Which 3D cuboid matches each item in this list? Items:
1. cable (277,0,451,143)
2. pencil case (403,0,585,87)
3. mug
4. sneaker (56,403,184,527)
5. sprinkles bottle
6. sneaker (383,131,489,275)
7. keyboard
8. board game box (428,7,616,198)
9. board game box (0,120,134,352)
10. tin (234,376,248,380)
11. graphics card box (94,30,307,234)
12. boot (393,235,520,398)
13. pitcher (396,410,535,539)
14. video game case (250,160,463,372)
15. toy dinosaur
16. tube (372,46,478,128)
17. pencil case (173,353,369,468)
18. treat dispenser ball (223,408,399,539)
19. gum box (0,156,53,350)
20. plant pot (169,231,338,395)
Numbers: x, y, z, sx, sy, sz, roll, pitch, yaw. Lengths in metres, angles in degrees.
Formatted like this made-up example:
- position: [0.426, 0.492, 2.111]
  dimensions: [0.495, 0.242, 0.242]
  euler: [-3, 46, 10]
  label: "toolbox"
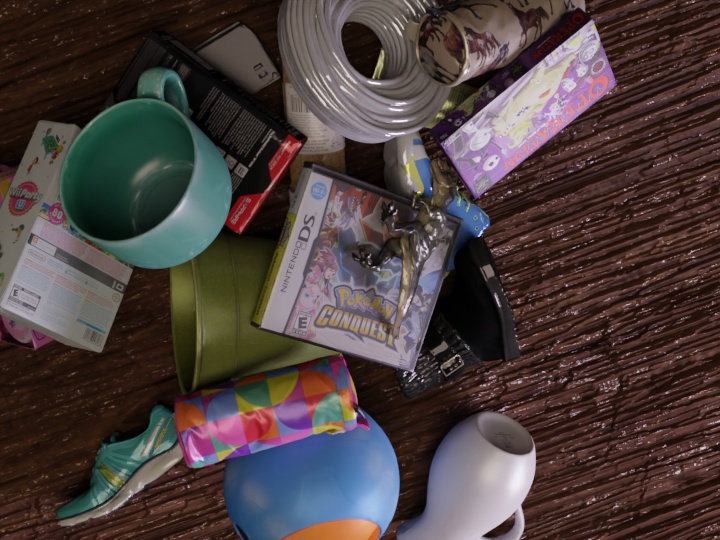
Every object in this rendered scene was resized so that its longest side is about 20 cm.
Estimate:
- position: [0.006, -0.231, 1.166]
  dimensions: [0.200, 0.069, 0.200]
  euler: [28, 65, -26]
  label: "cable"
- position: [0.145, -0.259, 1.169]
  dimensions: [0.200, 0.089, 0.078]
  euler: [-28, 159, -33]
  label: "pencil case"
- position: [-0.197, -0.092, 1.129]
  dimensions: [0.152, 0.114, 0.185]
  euler: [36, 85, 26]
  label: "mug"
- position: [-0.294, 0.241, 1.381]
  dimensions: [0.200, 0.078, 0.080]
  euler: [-38, 90, 4]
  label: "sneaker"
- position: [-0.050, -0.161, 1.241]
  dimensions: [0.068, 0.068, 0.200]
  euler: [-4, 111, -4]
  label: "sprinkles bottle"
- position: [0.089, -0.084, 1.289]
  dimensions: [0.105, 0.076, 0.200]
  euler: [-15, 119, -12]
  label: "sneaker"
- position: [-0.177, -0.175, 1.251]
  dimensions: [0.200, 0.021, 0.127]
  euler: [-30, 104, 7]
  label: "keyboard"
- position: [0.175, -0.173, 1.192]
  dimensions: [0.200, 0.032, 0.120]
  euler: [-40, 148, 3]
  label: "board game box"
- position: [-0.306, -0.034, 1.184]
  dimensions: [0.148, 0.064, 0.200]
  euler: [38, 67, -52]
  label: "board game box"
- position: [-0.110, 0.174, 1.379]
  dimensions: [0.112, 0.042, 0.200]
  euler: [-27, 111, 1]
  label: "tin"
- position: [-0.171, -0.148, 1.205]
  dimensions: [0.200, 0.051, 0.126]
  euler: [36, 106, -1]
  label: "graphics card box"
- position: [0.096, 0.062, 1.303]
  dimensions: [0.158, 0.080, 0.211]
  euler: [-18, 135, 1]
  label: "boot"
- position: [0.157, 0.278, 1.411]
  dimensions: [0.171, 0.121, 0.200]
  euler: [8, 122, -29]
  label: "pitcher"
- position: [0.000, 0.000, 1.206]
  dimensions: [0.200, 0.025, 0.181]
  euler: [18, 90, -29]
  label: "video game case"
- position: [0.046, -0.027, 1.187]
  dimensions: [0.088, 0.047, 0.200]
  euler: [17, 94, -36]
  label: "toy dinosaur"
- position: [0.106, -0.183, 1.261]
  dimensions: [0.200, 0.058, 0.052]
  euler: [16, 147, -8]
  label: "tube"
- position: [-0.095, 0.150, 1.180]
  dimensions: [0.200, 0.088, 0.089]
  euler: [-12, 111, -4]
  label: "pencil case"
- position: [-0.056, 0.241, 1.284]
  dimensions: [0.200, 0.201, 0.201]
  euler: [-2, 111, -4]
  label: "treat dispenser ball"
- position: [-0.353, -0.030, 1.232]
  dimensions: [0.066, 0.113, 0.200]
  euler: [8, 116, 36]
  label: "gum box"
- position: [-0.107, 0.038, 1.264]
  dimensions: [0.190, 0.200, 0.200]
  euler: [-2, 111, -18]
  label: "plant pot"
